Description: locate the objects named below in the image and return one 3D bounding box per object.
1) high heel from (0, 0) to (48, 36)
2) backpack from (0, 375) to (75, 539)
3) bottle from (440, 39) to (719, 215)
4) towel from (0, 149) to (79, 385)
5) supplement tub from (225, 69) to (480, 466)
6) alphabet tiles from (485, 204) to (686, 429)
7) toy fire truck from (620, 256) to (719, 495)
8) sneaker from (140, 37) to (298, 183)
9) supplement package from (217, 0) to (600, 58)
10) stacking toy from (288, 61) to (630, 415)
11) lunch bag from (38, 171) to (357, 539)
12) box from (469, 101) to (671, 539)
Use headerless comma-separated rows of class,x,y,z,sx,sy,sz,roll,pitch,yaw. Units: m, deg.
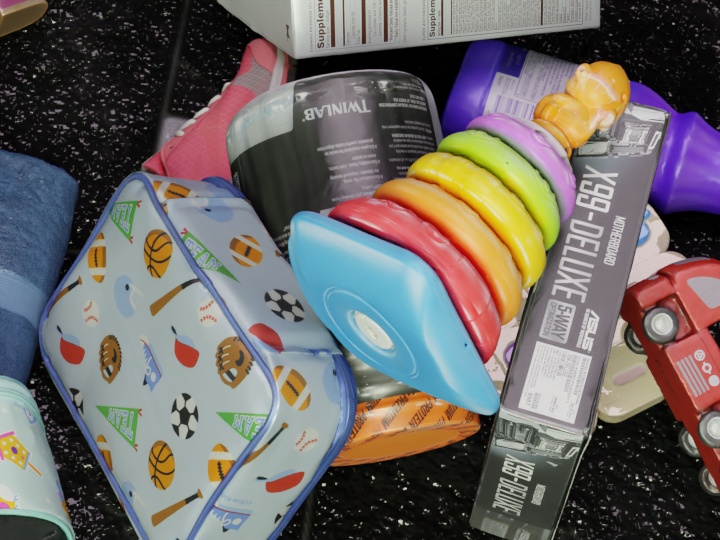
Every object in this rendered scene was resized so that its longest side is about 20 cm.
high heel,-0.295,-0.178,1.443,0.200,0.067,0.096,-25,76,-32
backpack,-0.244,0.122,1.132,0.199,0.176,0.154,-2,53,-17
bottle,0.152,-0.082,1.448,0.199,0.065,0.084,17,53,5
towel,-0.231,0.009,1.317,0.111,0.049,0.200,11,48,-1
supplement tub,0.000,0.000,1.280,0.122,0.123,0.201,-7,77,-16
alphabet tiles,0.092,0.012,1.363,0.195,0.015,0.200,-26,65,-13
toy fire truck,0.248,0.071,1.301,0.141,0.049,0.201,-26,83,-12
sneaker,-0.086,-0.073,1.396,0.086,0.074,0.201,8,48,0
supplement package,0.024,-0.231,1.454,0.199,0.148,0.191,-7,19,-17
stacking toy,0.068,-0.037,1.167,0.110,0.116,0.200,23,62,44
lunch bag,-0.093,0.053,1.236,0.075,0.160,0.200,2,43,-40
box,0.112,0.029,1.255,0.050,0.158,0.201,15,62,5
